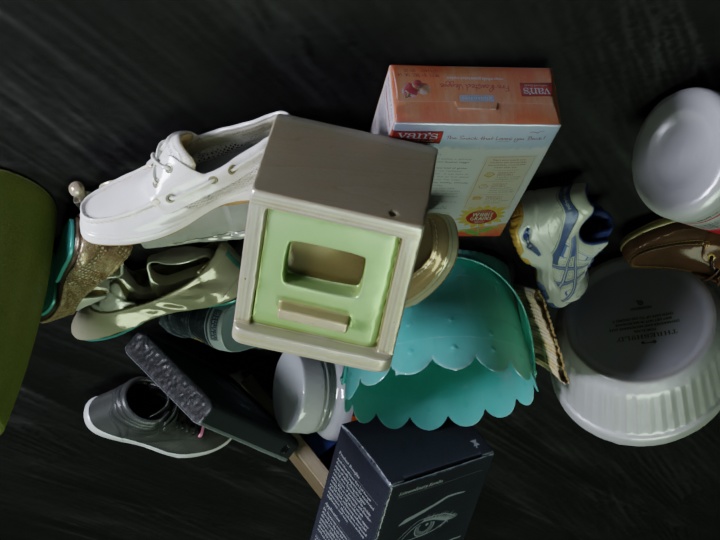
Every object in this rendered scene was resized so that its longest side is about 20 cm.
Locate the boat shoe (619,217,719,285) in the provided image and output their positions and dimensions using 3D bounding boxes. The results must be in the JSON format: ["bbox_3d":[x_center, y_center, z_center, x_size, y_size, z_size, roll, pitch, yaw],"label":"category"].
[{"bbox_3d":[0.364,-0.022,1.351,0.199,0.068,0.072,-5,156,-4],"label":"boat shoe"}]

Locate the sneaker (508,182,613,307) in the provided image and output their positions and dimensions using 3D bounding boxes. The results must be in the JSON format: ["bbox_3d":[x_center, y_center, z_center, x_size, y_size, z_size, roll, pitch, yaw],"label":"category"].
[{"bbox_3d":[0.208,-0.021,1.301,0.088,0.076,0.200,-15,156,16],"label":"sneaker"}]

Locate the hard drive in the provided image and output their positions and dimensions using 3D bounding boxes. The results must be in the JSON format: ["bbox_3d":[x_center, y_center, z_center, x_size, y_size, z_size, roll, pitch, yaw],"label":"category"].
[{"bbox_3d":[-0.164,0.143,1.509,0.033,0.139,0.200,-51,149,1],"label":"hard drive"}]

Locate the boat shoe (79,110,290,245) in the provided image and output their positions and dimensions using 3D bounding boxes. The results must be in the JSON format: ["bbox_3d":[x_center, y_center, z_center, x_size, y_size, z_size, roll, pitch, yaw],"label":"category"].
[{"bbox_3d":[-0.141,-0.082,1.081,0.199,0.071,0.069,-20,136,-1],"label":"boat shoe"}]

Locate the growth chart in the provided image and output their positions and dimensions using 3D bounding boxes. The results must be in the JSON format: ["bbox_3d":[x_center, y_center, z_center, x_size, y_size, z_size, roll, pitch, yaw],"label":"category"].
[{"bbox_3d":[-0.151,-0.055,1.195,0.199,0.018,0.145,-5,156,-4],"label":"growth chart"}]

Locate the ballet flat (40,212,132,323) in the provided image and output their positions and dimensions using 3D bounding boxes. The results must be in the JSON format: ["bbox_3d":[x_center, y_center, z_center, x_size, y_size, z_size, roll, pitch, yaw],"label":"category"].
[{"bbox_3d":[-0.254,0.005,1.223,0.065,0.071,0.200,8,161,-24],"label":"ballet flat"}]

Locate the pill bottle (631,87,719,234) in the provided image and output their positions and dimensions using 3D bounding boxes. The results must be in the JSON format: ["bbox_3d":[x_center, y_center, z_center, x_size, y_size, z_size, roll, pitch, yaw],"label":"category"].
[{"bbox_3d":[0.338,-0.081,1.155,0.199,0.113,0.112,12,150,-37],"label":"pill bottle"}]

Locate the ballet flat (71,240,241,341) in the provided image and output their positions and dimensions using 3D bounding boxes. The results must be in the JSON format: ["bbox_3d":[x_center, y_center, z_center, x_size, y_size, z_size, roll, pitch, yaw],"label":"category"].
[{"bbox_3d":[-0.205,0.014,1.295,0.199,0.070,0.069,-16,155,16],"label":"ballet flat"}]

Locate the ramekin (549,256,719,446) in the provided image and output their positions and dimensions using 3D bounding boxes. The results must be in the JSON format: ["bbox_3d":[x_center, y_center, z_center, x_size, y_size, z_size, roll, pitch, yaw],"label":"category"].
[{"bbox_3d":[0.293,0.073,1.403,0.201,0.203,0.094,-10,143,7],"label":"ramekin"}]

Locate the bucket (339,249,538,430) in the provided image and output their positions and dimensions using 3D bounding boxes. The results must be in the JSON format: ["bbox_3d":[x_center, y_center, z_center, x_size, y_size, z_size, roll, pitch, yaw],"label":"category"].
[{"bbox_3d":[0.079,0.073,1.395,0.206,0.135,0.207,-5,156,-2],"label":"bucket"}]

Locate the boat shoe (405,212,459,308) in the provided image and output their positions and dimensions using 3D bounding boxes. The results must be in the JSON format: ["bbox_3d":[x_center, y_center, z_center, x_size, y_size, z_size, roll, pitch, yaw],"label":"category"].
[{"bbox_3d":[0.000,0.000,1.158,0.069,0.074,0.200,10,154,-39],"label":"boat shoe"}]

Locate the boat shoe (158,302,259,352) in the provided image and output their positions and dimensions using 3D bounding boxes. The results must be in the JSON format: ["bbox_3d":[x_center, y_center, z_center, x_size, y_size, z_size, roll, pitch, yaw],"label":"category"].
[{"bbox_3d":[-0.115,0.044,1.382,0.091,0.071,0.200,13,-175,33],"label":"boat shoe"}]

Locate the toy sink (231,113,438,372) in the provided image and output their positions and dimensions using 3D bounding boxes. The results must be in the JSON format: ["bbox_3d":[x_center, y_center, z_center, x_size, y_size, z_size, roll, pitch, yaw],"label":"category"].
[{"bbox_3d":[-0.025,0.000,1.046,0.130,0.112,0.201,13,131,0],"label":"toy sink"}]

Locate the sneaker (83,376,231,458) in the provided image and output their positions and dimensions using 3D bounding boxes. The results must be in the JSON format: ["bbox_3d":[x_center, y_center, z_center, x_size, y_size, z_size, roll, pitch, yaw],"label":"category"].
[{"bbox_3d":[-0.227,0.180,1.636,0.199,0.071,0.099,14,154,-31],"label":"sneaker"}]

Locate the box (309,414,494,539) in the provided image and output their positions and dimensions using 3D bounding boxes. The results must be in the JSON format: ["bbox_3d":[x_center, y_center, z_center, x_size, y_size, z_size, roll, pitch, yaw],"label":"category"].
[{"bbox_3d":[0.043,0.259,1.504,0.147,0.104,0.201,-11,131,-34],"label":"box"}]

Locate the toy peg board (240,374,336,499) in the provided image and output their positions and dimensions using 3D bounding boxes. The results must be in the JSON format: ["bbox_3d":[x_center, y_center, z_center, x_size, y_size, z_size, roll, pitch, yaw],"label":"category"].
[{"bbox_3d":[-0.034,0.218,1.665,0.098,0.200,0.199,-37,149,-10],"label":"toy peg board"}]

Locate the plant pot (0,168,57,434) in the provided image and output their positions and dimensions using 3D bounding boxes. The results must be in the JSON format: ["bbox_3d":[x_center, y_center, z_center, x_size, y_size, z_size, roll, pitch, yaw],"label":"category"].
[{"bbox_3d":[-0.350,0.041,1.130,0.186,0.201,0.187,-6,157,-2],"label":"plant pot"}]

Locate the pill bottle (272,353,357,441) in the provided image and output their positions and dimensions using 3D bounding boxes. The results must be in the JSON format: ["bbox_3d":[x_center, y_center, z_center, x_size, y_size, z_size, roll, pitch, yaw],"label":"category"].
[{"bbox_3d":[0.006,0.143,1.564,0.199,0.115,0.114,4,154,-25],"label":"pill bottle"}]

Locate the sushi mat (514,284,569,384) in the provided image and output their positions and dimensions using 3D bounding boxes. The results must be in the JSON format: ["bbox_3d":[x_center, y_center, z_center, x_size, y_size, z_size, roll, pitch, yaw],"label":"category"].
[{"bbox_3d":[0.183,0.062,1.367,0.012,0.096,0.200,-16,-179,1],"label":"sushi mat"}]

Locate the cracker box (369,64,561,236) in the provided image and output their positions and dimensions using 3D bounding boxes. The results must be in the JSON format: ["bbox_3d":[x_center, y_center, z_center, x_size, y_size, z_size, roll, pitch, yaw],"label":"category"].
[{"bbox_3d":[0.074,-0.095,1.116,0.133,0.058,0.200,0,156,-10],"label":"cracker box"}]
